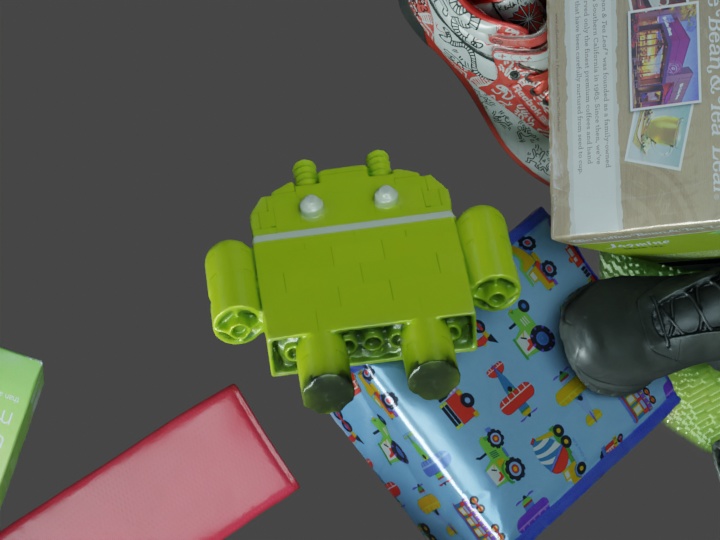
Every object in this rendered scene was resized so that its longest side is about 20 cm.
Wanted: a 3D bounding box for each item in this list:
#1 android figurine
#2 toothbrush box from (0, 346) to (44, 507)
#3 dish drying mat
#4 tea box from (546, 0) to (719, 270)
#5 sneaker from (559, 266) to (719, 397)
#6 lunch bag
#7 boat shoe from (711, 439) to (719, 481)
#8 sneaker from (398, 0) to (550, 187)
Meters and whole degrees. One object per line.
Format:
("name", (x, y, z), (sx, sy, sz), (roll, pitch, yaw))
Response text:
("android figurine", (0.000, 0.000, 1.611), (0.182, 0.041, 0.200), (-6, 43, -1))
("toothbrush box", (-0.278, 0.126, 1.548), (0.145, 0.086, 0.200), (20, 80, -3))
("dish drying mat", (-0.138, 0.151, 1.623), (0.200, 0.018, 0.077), (-33, 91, -16))
("tea box", (0.215, -0.110, 1.639), (0.197, 0.133, 0.201), (11, 76, -54))
("sneaker", (0.206, 0.025, 1.659), (0.200, 0.091, 0.076), (-9, 77, -38))
("lunch bag", (0.099, 0.065, 1.665), (0.200, 0.094, 0.151), (-37, 90, -25))
("boat shoe", (0.264, 0.196, 1.695), (0.064, 0.071, 0.200), (-11, 78, -16))
("sneaker", (0.109, -0.122, 1.672), (0.067, 0.108, 0.201), (-44, 95, -15))
